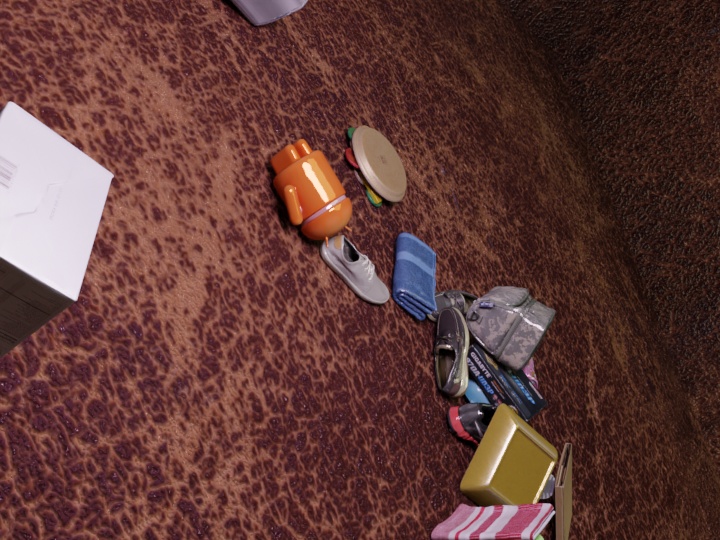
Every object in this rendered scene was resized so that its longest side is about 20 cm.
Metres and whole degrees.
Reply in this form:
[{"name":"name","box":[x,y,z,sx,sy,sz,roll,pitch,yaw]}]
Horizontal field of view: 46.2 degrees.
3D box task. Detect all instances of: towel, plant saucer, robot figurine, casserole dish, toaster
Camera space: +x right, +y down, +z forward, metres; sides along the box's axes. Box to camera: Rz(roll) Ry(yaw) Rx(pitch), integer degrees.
[{"name":"towel","box":[0.121,0.006,1.869,0.111,0.048,0.202,35,39,-23]},{"name":"plant saucer","box":[0.320,0.411,1.736,0.199,0.048,0.202,40,70,-26]},{"name":"towel","box":[0.243,0.460,1.544,0.143,0.197,0.023,-14,93,-60]},{"name":"robot figurine","box":[-0.092,-0.144,1.606,0.202,0.115,0.144,58,2,-4]},{"name":"casserole dish","box":[0.295,0.269,1.914,0.121,0.039,0.200,48,26,1]},{"name":"toaster","box":[-0.200,-0.598,1.766,0.129,0.196,0.116,43,30,-59]}]

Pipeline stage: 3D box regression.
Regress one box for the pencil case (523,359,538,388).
[{"name":"pencil case","box":[0.395,0.216,2.102,0.086,0.082,0.203,39,37,-34]}]

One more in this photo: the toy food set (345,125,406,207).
[{"name":"toy food set","box":[0.036,-0.246,1.958,0.203,0.048,0.197,61,30,-2]}]

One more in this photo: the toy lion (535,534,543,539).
[{"name":"toy lion","box":[0.289,0.574,1.523,0.068,0.190,0.203,-17,80,-59]}]

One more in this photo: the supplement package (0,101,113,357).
[{"name":"supplement package","box":[-0.405,-0.032,0.932,0.146,0.198,0.194,37,36,-33]}]

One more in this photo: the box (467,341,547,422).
[{"name":"box","box":[0.321,0.246,1.887,0.201,0.046,0.158,54,26,14]}]

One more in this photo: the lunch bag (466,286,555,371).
[{"name":"lunch bag","box":[0.331,0.115,1.892,0.166,0.141,0.199,31,19,14]}]

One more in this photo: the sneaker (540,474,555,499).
[{"name":"sneaker","box":[0.324,0.455,1.814,0.197,0.081,0.076,19,80,-31]}]

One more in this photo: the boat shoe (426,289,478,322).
[{"name":"boat shoe","box":[0.212,0.075,1.946,0.199,0.065,0.073,3,65,-56]}]

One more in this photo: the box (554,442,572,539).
[{"name":"box","box":[0.462,0.522,1.914,0.164,0.021,0.204,-50,138,-59]}]

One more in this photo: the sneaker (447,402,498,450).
[{"name":"sneaker","box":[0.271,0.336,1.791,0.200,0.097,0.072,38,35,-37]}]

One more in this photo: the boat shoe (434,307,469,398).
[{"name":"boat shoe","box":[0.192,0.170,1.820,0.064,0.072,0.204,24,53,-45]}]

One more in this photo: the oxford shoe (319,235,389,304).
[{"name":"oxford shoe","box":[0.000,0.000,1.687,0.200,0.057,0.076,43,32,-33]}]
